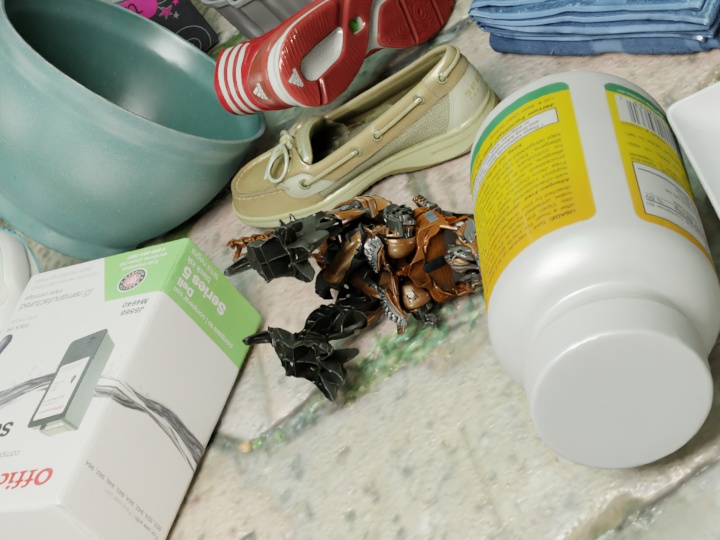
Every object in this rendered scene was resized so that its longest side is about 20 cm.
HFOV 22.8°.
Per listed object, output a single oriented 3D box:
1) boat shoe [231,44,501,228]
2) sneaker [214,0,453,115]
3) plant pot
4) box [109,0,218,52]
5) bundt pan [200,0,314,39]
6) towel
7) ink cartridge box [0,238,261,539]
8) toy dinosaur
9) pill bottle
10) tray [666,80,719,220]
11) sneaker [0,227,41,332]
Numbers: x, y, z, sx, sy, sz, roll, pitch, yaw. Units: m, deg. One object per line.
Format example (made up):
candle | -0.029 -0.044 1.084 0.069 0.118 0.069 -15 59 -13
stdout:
boat shoe | -0.008 -0.087 1.152 0.200 0.063 0.073 -18 38 31
sneaker | -0.029 -0.169 1.230 0.115 0.079 0.200 -6 22 43
plant pot | -0.185 -0.091 1.245 0.134 0.200 0.200 -59 26 21
box | -0.237 -0.181 1.455 0.200 0.115 0.132 -41 33 0
bundt pan | -0.027 -0.245 1.354 0.202 0.076 0.202 -27 35 21
towel | 0.166 -0.184 1.109 0.200 0.049 0.112 6 53 49
ink cartridge box | -0.167 0.090 1.077 0.145 0.084 0.200 -12 41 37
toy dinosaur | 0.000 0.000 1.035 0.136 0.102 0.200 -36 8 -40
pill bottle | 0.115 -0.002 0.876 0.113 0.113 0.200 -28 34 18
tray | 0.261 -0.082 0.878 0.200 0.022 0.108 -26 49 9
sneaker | -0.273 0.060 1.183 0.076 0.081 0.200 -2 65 46
